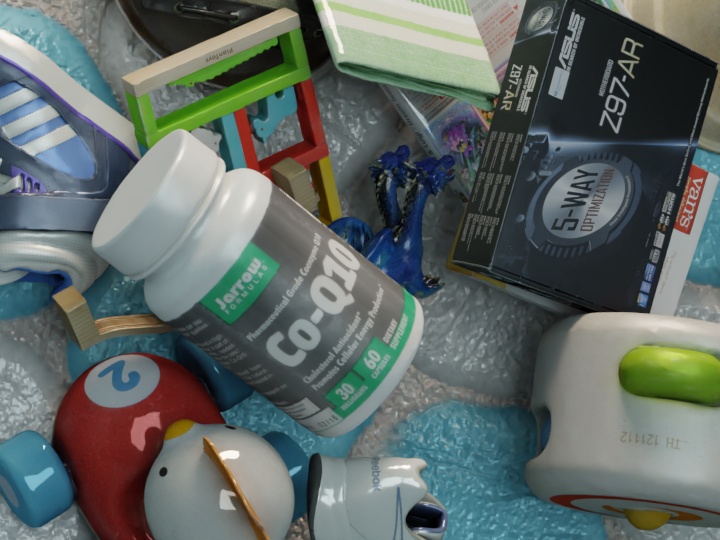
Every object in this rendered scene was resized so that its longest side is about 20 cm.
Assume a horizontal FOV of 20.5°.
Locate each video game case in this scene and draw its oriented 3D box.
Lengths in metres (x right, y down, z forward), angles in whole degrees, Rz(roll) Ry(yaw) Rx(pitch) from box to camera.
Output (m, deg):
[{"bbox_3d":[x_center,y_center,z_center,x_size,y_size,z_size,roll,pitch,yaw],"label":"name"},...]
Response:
[{"bbox_3d":[0.124,-0.142,1.477,0.200,0.024,0.182,-41,103,-21],"label":"video game case"}]

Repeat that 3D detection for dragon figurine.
[{"bbox_3d":[0.000,0.000,1.391,0.200,0.059,0.100,-47,131,-23],"label":"dragon figurine"}]

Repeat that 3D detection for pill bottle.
[{"bbox_3d":[-0.066,0.008,1.268,0.200,0.113,0.113,38,70,-19],"label":"pill bottle"}]

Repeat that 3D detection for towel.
[{"bbox_3d":[0.014,-0.202,1.385,0.152,0.023,0.201,10,49,-38],"label":"towel"}]

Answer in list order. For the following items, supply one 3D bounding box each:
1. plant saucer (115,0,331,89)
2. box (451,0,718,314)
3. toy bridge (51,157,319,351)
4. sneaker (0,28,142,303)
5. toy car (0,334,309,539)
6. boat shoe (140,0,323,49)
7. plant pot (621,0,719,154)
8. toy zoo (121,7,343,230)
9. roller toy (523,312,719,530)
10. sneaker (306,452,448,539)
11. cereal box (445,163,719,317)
[{"bbox_3d":[-0.093,-0.223,1.422,0.199,0.032,0.202,4,81,-24],"label":"plant saucer"},{"bbox_3d":[0.160,-0.077,1.395,0.160,0.043,0.201,20,85,-37],"label":"box"},{"bbox_3d":[-0.108,-0.002,1.339,0.199,0.027,0.067,-32,127,-20],"label":"toy bridge"},{"bbox_3d":[-0.241,-0.065,1.307,0.200,0.080,0.147,33,67,-21],"label":"sneaker"},{"bbox_3d":[-0.108,0.130,1.271,0.184,0.200,0.178,-31,95,-24],"label":"toy car"},{"bbox_3d":[-0.065,-0.187,1.380,0.199,0.073,0.065,14,111,-32],"label":"boat shoe"},{"bbox_3d":[0.329,-0.203,1.517,0.199,0.183,0.202,4,80,-22],"label":"plant pot"},{"bbox_3d":[-0.081,-0.064,1.363,0.131,0.020,0.201,-27,122,-23],"label":"toy zoo"},{"bbox_3d":[0.212,0.116,1.421,0.199,0.182,0.141,19,74,-43],"label":"roller toy"},{"bbox_3d":[0.020,0.192,1.332,0.087,0.200,0.075,-7,52,8],"label":"sneaker"},{"bbox_3d":[0.167,-0.036,1.460,0.199,0.039,0.145,21,87,-35],"label":"cereal box"}]
